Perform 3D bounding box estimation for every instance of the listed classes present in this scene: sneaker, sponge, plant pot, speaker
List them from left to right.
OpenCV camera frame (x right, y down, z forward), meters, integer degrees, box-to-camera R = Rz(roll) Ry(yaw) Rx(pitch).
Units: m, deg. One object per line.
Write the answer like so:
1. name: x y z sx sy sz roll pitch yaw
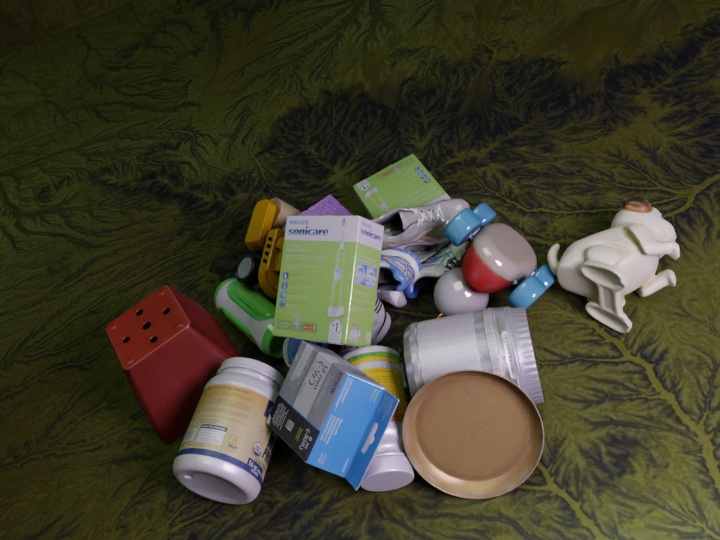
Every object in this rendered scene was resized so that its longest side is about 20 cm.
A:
1. plant pot: -0.347 0.151 1.261 0.199 0.177 0.200 -35 46 -11
2. speaker: -0.201 0.088 1.320 0.088 0.089 0.199 -42 47 -17
3. sneaker: -0.078 0.097 1.220 0.078 0.089 0.201 25 49 -11
4. sponge: -0.063 -0.080 1.347 0.030 0.111 0.200 -49 -2 30
5. sneaker: -0.019 0.118 1.191 0.075 0.116 0.202 9 54 29
6. sneaker: 0.000 0.000 1.188 0.198 0.078 0.085 1 30 22
7. sneaker: 0.015 0.027 1.297 0.080 0.071 0.200 -36 38 -14
8. sneaker: 0.103 -0.083 1.220 0.198 0.092 0.076 -20 72 0
9. sneaker: 0.158 -0.007 1.272 0.199 0.077 0.086 -28 54 8
10. plant pot: 0.159 0.230 0.981 0.198 0.202 0.028 -11 14 13

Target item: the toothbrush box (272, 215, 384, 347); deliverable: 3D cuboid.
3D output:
1. toothbrush box: -0.052 0.016 1.120 0.144 0.086 0.202 2 84 31

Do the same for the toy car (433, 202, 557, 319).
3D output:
1. toy car: 0.196 0.021 1.184 0.185 0.177 0.200 47 118 11

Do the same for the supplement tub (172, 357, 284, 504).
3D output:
1. supplement tub: -0.205 0.259 1.123 0.143 0.145 0.201 -1 50 22

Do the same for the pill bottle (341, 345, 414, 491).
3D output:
1. pill bottle: 0.026 0.229 1.067 0.110 0.111 0.202 -16 53 9

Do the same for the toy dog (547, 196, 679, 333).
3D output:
1. toy dog: 0.430 -0.024 1.131 0.200 0.140 0.193 -39 33 -19

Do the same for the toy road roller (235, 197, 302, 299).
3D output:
1. toy road roller: -0.139 -0.040 1.336 0.145 0.122 0.202 -7 65 44

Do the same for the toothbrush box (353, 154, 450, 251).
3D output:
1. toothbrush box: 0.093 -0.121 1.372 0.145 0.086 0.201 -29 44 -3

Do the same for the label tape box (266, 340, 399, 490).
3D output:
1. label tape box: -0.047 0.209 1.022 0.199 0.066 0.144 26 91 55

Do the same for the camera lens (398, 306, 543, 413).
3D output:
1. camera lens: 0.167 0.146 1.054 0.198 0.161 0.161 -12 46 13
